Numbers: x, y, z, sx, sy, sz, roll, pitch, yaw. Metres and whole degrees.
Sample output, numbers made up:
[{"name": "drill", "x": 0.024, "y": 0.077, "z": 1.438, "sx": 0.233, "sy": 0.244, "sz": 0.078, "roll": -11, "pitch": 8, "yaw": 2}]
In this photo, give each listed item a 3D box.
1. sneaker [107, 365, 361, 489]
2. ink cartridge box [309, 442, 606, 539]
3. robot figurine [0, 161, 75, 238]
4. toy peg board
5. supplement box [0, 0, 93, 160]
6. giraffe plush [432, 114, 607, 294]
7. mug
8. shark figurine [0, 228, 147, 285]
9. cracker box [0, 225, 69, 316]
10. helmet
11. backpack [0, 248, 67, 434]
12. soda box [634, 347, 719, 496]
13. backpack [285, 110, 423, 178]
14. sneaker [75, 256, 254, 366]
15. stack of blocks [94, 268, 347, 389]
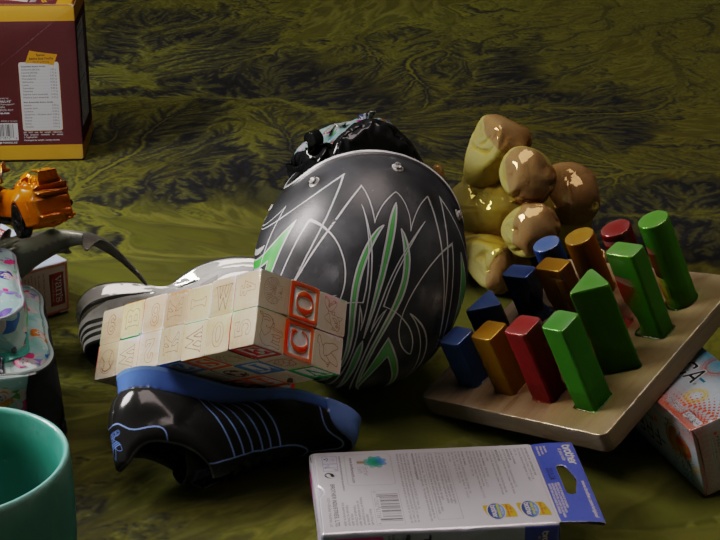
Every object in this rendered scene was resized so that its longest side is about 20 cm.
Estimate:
[{"name": "sneaker", "x": -0.095, "y": 0.130, "z": 1.157, "sx": 0.198, "sy": 0.070, "sz": 0.079, "roll": 11, "pitch": 62, "yaw": -17}, {"name": "ink cartridge box", "x": 0.066, "y": 0.169, "z": 1.084, "sx": 0.198, "sy": 0.042, "sz": 0.119, "roll": -4, "pitch": 21, "yaw": -4}, {"name": "robot figurine", "x": -0.321, "y": -0.058, "z": 1.305, "sx": 0.144, "sy": 0.059, "sz": 0.200, "roll": -14, "pitch": 12, "yaw": -26}, {"name": "toy peg board", "x": 0.166, "y": 0.030, "z": 1.226, "sx": 0.198, "sy": 0.098, "sz": 0.200, "roll": 8, "pitch": 41, "yaw": 48}, {"name": "supplement box", "x": -0.453, "y": -0.257, "z": 1.950, "sx": 0.195, "sy": 0.202, "sz": 0.133, "roll": -1, "pitch": 21, "yaw": -4}, {"name": "giraffe plush", "x": 0.180, "y": -0.058, "z": 1.562, "sx": 0.161, "sy": 0.174, "sz": 0.200, "roll": 0, "pitch": -16, "yaw": -29}, {"name": "mug", "x": -0.265, "y": 0.176, "z": 0.957, "sx": 0.151, "sy": 0.115, "sz": 0.185, "roll": 12, "pitch": 25, "yaw": 26}, {"name": "shark figurine", "x": -0.305, "y": 0.012, "z": 1.357, "sx": 0.213, "sy": 0.090, "sz": 0.128, "roll": -24, "pitch": 36, "yaw": -2}, {"name": "cracker box", "x": -0.396, "y": 0.018, "z": 1.441, "sx": 0.199, "sy": 0.058, "sz": 0.134, "roll": -18, "pitch": 29, "yaw": -38}, {"name": "helmet", "x": 0.000, "y": 0.000, "z": 1.277, "sx": 0.198, "sy": 0.202, "sz": 0.191, "roll": -4, "pitch": 4, "yaw": -11}, {"name": "backpack", "x": -0.343, "y": 0.071, "z": 1.198, "sx": 0.198, "sy": 0.152, "sz": 0.178, "roll": -10, "pitch": 24, "yaw": -12}, {"name": "soda box", "x": 0.250, "y": 0.098, "z": 1.216, "sx": 0.068, "sy": 0.064, "sz": 0.200, "roll": -22, "pitch": 26, "yaw": -9}, {"name": "backpack", "x": 0.001, "y": -0.085, "z": 1.577, "sx": 0.126, "sy": 0.168, "sz": 0.200, "roll": -24, "pitch": 12, "yaw": -14}, {"name": "sneaker", "x": -0.154, "y": 0.054, "z": 1.357, "sx": 0.199, "sy": 0.076, "sz": 0.116, "roll": -11, "pitch": 31, "yaw": -6}, {"name": "stack of blocks", "x": -0.100, "y": 0.058, "z": 1.172, "sx": 0.115, "sy": 0.059, "sz": 0.199, "roll": 21, "pitch": -24, "yaw": -39}]
